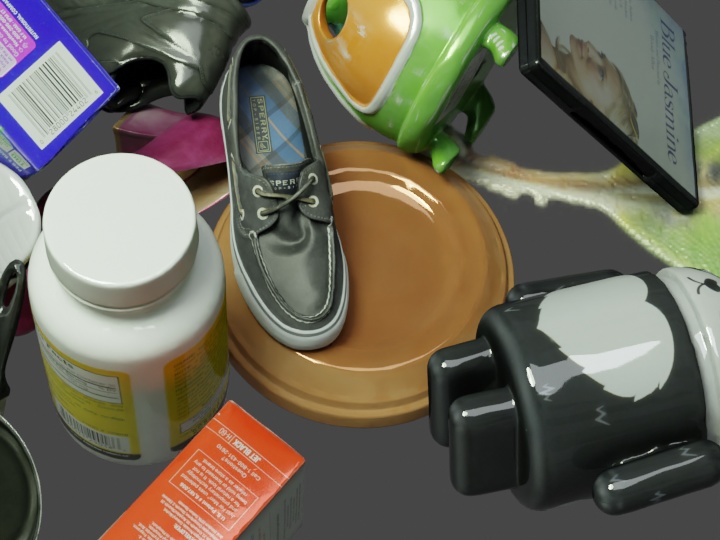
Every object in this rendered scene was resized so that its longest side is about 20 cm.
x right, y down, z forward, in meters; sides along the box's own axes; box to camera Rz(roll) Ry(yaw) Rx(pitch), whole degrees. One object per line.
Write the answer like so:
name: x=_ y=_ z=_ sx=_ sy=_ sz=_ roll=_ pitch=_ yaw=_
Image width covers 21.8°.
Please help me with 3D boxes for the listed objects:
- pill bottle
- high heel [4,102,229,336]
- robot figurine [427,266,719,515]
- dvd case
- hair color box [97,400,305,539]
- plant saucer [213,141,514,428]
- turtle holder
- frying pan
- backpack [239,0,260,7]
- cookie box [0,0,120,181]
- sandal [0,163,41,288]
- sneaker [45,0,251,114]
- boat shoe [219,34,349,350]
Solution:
pill bottle: x=-0.130 y=0.022 z=1.059 sx=0.110 sy=0.201 sz=0.112 roll=1 pitch=61 yaw=-3
high heel: x=-0.141 y=-0.025 z=1.162 sx=0.095 sy=0.068 sz=0.200 roll=19 pitch=48 yaw=19
robot figurine: x=0.140 y=0.067 z=1.089 sx=0.198 sy=0.125 sz=0.152 roll=-12 pitch=80 yaw=-9
dvd case: x=0.158 y=-0.140 z=1.185 sx=0.017 sy=0.200 sz=0.144 roll=-19 pitch=55 yaw=32
hair color box: x=-0.115 y=0.177 z=1.031 sx=0.061 sy=0.102 sz=0.200 roll=35 pitch=65 yaw=15
plant saucer: x=0.000 y=0.000 z=1.171 sx=0.198 sy=0.038 sz=0.202 roll=1 pitch=60 yaw=-2
turtle holder: x=0.046 y=-0.166 z=1.198 sx=0.131 sy=0.141 sz=0.186 roll=33 pitch=57 yaw=6
frying pan: x=-0.229 y=0.091 z=1.065 sx=0.114 sy=0.031 sz=0.192 roll=-2 pitch=92 yaw=21
backpack: x=-0.108 y=-0.279 z=1.244 sx=0.146 sy=0.184 sz=0.201 roll=5 pitch=57 yaw=27
cookie box: x=-0.251 y=-0.128 z=1.105 sx=0.075 sy=0.200 sz=0.171 roll=-46 pitch=104 yaw=-23
sandal: x=-0.251 y=-0.005 z=1.107 sx=0.059 sy=0.206 sz=0.080 roll=-9 pitch=73 yaw=-55
sneaker: x=-0.171 y=-0.149 z=1.206 sx=0.198 sy=0.076 sz=0.092 roll=8 pitch=69 yaw=28
boat shoe: x=-0.047 y=-0.053 z=1.136 sx=0.069 sy=0.066 sz=0.202 roll=-5 pitch=65 yaw=-7
